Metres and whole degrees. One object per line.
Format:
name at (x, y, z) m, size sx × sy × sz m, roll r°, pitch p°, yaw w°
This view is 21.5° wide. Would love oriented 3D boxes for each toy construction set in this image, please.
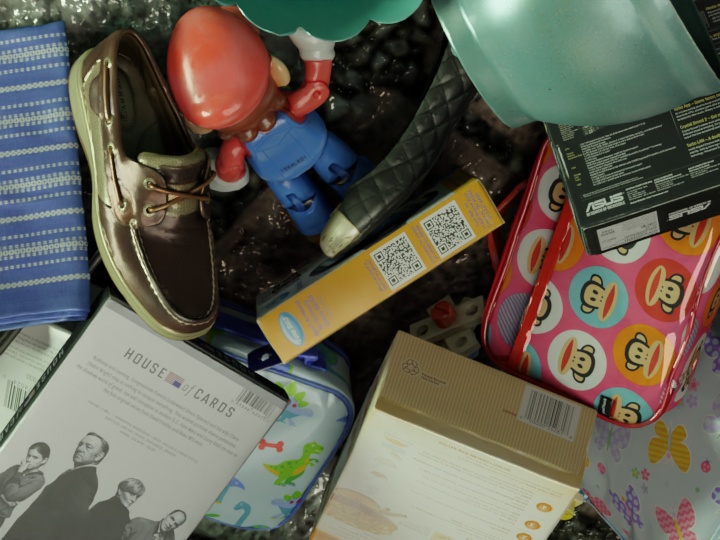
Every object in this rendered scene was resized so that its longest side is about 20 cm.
toy construction set at (0.078, 0.115, 1.436) m, size 0.130 × 0.092 × 0.201 m, roll -10°, pitch 122°, yaw 30°

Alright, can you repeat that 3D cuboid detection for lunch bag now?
lunch bag at (0.253, 0.134, 1.419) m, size 0.126 × 0.170 × 0.201 m, roll 1°, pitch 127°, yaw -41°
lunch bag at (0.170, -0.008, 1.329) m, size 0.175 × 0.082 × 0.202 m, roll 26°, pitch 110°, yaw 23°
lunch bag at (-0.111, 0.098, 1.404) m, size 0.198 × 0.083 × 0.162 m, roll 20°, pitch 121°, yaw -19°

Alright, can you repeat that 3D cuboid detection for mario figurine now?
mario figurine at (-0.060, -0.113, 1.281) m, size 0.124 × 0.106 × 0.200 m, roll -54°, pitch 135°, yaw -13°

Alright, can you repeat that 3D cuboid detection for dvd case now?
dvd case at (-0.163, 0.126, 1.259) m, size 0.150 × 0.025 × 0.201 m, roll 32°, pitch 102°, yaw -25°

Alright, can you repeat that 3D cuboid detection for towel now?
towel at (-0.252, -0.057, 1.222) m, size 0.143 × 0.202 × 0.024 m, roll -7°, pitch 170°, yaw 0°

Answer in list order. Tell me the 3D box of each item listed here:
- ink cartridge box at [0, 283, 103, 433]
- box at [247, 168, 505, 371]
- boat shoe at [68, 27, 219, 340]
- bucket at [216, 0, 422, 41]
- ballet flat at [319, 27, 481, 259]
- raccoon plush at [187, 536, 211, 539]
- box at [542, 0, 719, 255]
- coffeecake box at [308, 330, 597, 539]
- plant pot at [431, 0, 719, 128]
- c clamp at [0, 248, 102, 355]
ink cartridge box at (-0.243, 0.101, 1.325) m, size 0.146 × 0.083 × 0.202 m, roll 22°, pitch 113°, yaw 20°
box at (0.000, 0.000, 1.303) m, size 0.199 × 0.119 × 0.042 m, roll -31°, pitch 97°, yaw 0°
boat shoe at (-0.130, -0.057, 1.205) m, size 0.072 × 0.202 × 0.072 m, roll -10°, pitch 170°, yaw -33°
bucket at (-0.025, -0.258, 1.128) m, size 0.205 × 0.135 × 0.209 m, roll -4°, pitch 125°, yaw -6°
ballet flat at (0.030, -0.094, 1.271) m, size 0.057 × 0.066 × 0.201 m, roll 36°, pitch 84°, yaw -6°
raccoon plush at (-0.194, 0.276, 1.519) m, size 0.198 × 0.097 × 0.134 m, roll 21°, pitch 128°, yaw -22°
box at (0.218, -0.115, 1.249) m, size 0.198 × 0.162 × 0.044 m, roll -19°, pitch 152°, yaw 5°
coffeecake box at (0.062, 0.152, 1.364) m, size 0.152 × 0.074 × 0.201 m, roll 21°, pitch 141°, yaw -2°
plant pot at (0.123, -0.171, 1.175) m, size 0.133 × 0.201 × 0.201 m, roll -27°, pitch 125°, yaw 16°
c clamp at (-0.267, -0.025, 1.246) m, size 0.199 × 0.027 × 0.172 m, roll 32°, pitch 82°, yaw 4°
